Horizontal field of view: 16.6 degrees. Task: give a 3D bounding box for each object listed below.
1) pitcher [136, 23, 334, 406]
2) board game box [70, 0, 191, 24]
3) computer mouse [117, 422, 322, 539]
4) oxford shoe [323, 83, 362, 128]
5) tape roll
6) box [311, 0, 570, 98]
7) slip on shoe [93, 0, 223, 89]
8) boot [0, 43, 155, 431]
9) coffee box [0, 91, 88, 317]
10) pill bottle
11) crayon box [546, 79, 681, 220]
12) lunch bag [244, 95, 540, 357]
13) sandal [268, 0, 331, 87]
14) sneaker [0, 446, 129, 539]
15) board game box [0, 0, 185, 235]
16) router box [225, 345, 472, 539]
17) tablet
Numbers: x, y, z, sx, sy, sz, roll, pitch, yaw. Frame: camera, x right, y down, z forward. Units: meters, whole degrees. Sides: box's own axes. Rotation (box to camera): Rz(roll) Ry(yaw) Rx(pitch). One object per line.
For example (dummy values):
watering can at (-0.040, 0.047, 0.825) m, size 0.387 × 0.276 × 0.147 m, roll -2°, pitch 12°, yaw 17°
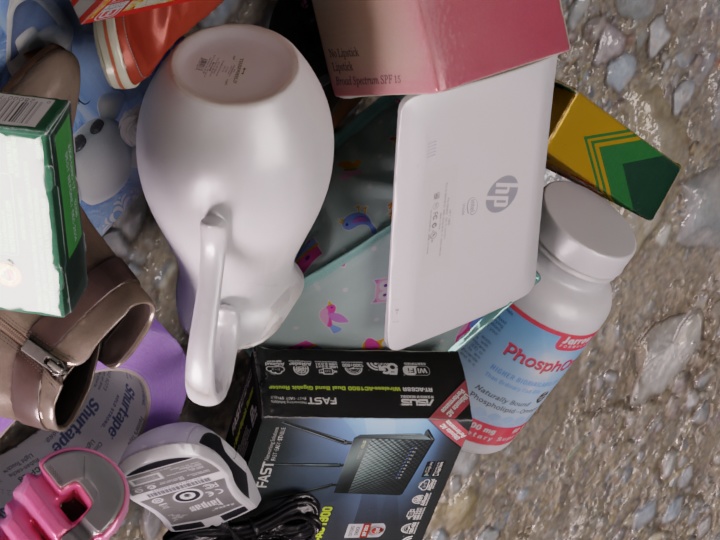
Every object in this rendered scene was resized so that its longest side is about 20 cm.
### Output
pitcher at (-0.081, -0.033, 1.513) m, size 0.172 × 0.121 × 0.201 m, roll -80°, pitch 175°, yaw -47°
board game box at (-0.105, -0.235, 1.430) m, size 0.200 × 0.152 × 0.046 m, roll -17°, pitch 168°, yaw -41°
computer mouse at (-0.102, 0.140, 1.623) m, size 0.109 × 0.044 × 0.200 m, roll -15°, pitch 150°, yaw 9°
oxford shoe at (-0.005, -0.157, 1.670) m, size 0.200 × 0.071 × 0.071 m, roll -49°, pitch 169°, yaw -14°
tape roll at (-0.206, 0.094, 1.551) m, size 0.200 × 0.066 × 0.200 m, roll -33°, pitch 149°, yaw -23°
box at (0.035, -0.216, 1.525) m, size 0.109 × 0.128 × 0.201 m, roll -20°, pitch 102°, yaw -29°
slip on shoe at (-0.103, -0.182, 1.473) m, size 0.200 × 0.061 × 0.074 m, roll -59°, pitch 143°, yaw -42°
boot at (-0.174, -0.012, 1.418) m, size 0.070 × 0.146 × 0.201 m, roll 15°, pitch 106°, yaw -59°
coffee box at (-0.253, -0.045, 1.350) m, size 0.044 × 0.199 × 0.123 m, roll -67°, pitch 159°, yaw -54°
pill bottle at (0.117, 0.033, 1.830) m, size 0.109 × 0.109 × 0.200 m, roll -5°, pitch 139°, yaw -47°
crayon box at (0.132, -0.109, 1.791) m, size 0.200 × 0.127 × 0.051 m, roll 29°, pitch 92°, yaw -51°
lunch bag at (0.000, 0.000, 1.711) m, size 0.200 × 0.122 × 0.170 m, roll -38°, pitch 141°, yaw 2°
sandal at (-0.010, -0.212, 1.611) m, size 0.201 × 0.075 × 0.048 m, roll -63°, pitch 145°, yaw -11°
sneaker at (-0.224, 0.191, 1.524) m, size 0.200 × 0.079 × 0.095 m, roll -36°, pitch 172°, yaw -7°
board game box at (-0.197, -0.098, 1.494) m, size 0.199 × 0.043 × 0.200 m, roll -50°, pitch 142°, yaw -11°
router box at (-0.019, 0.137, 1.730) m, size 0.149 × 0.062 × 0.200 m, roll 2°, pitch 140°, yaw -15°
tablet at (0.073, -0.047, 1.625) m, size 0.130 × 0.014 × 0.201 m, roll -22°, pitch 133°, yaw -30°
